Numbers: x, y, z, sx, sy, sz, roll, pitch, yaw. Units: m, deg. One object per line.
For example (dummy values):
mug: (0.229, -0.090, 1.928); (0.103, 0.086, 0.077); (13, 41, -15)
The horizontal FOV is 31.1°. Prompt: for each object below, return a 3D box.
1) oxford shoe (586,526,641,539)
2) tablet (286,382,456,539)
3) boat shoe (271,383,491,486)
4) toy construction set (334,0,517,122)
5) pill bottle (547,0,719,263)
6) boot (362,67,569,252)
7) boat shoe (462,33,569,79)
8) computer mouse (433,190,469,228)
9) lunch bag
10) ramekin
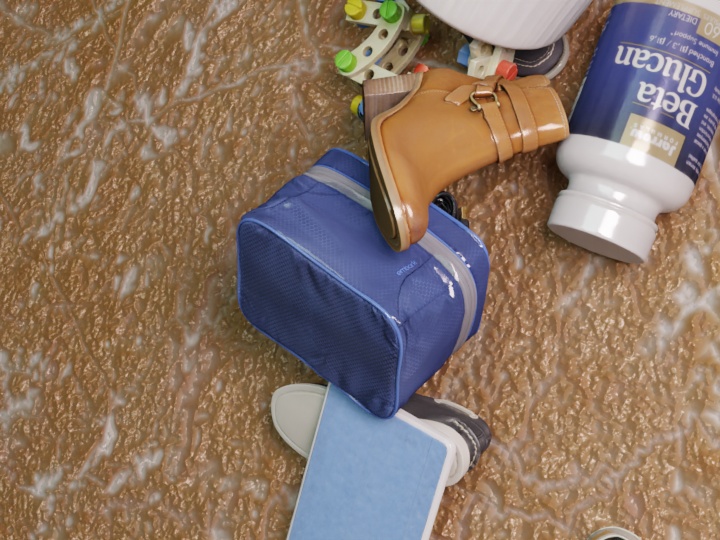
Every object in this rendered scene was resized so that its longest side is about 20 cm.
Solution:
oxford shoe: (0.225, 0.263, 0.921); (0.075, 0.058, 0.200); (-46, 60, 7)
tablet: (0.001, 0.200, 1.055); (0.130, 0.014, 0.201); (26, 110, 32)
boat shoe: (0.015, 0.129, 1.084); (0.199, 0.060, 0.074); (5, 109, 35)
toy construction set: (0.058, -0.175, 1.138); (0.200, 0.092, 0.132); (28, 90, 43)
pill bottle: (0.219, -0.113, 1.006); (0.111, 0.111, 0.201); (19, 85, 33)
boot: (0.082, -0.094, 0.976); (0.154, 0.074, 0.201); (-3, 43, -1)
boat shoe: (0.105, -0.239, 1.140); (0.073, 0.063, 0.200); (-45, 58, 11)
computer mouse: (0.003, -0.007, 1.140); (0.199, 0.044, 0.110); (-8, 73, 28)
lunch bag: (0.000, 0.000, 1.032); (0.200, 0.136, 0.132); (36, 54, 23)
ramekin: (0.113, -0.273, 1.051); (0.201, 0.199, 0.098); (61, 139, 29)
